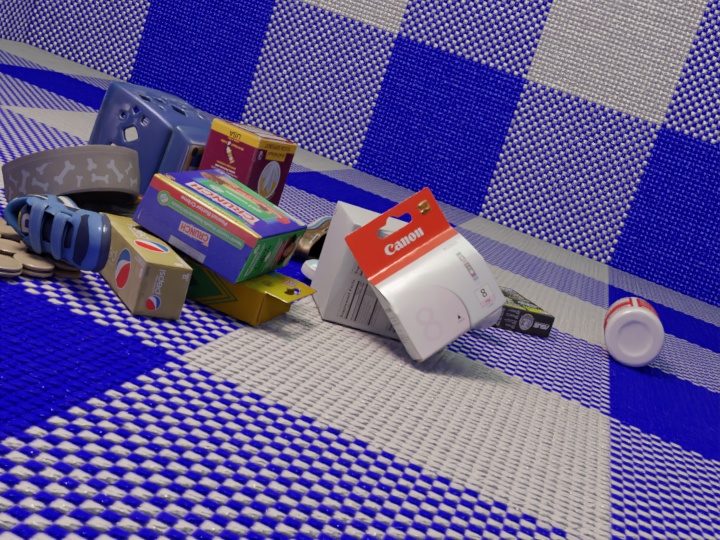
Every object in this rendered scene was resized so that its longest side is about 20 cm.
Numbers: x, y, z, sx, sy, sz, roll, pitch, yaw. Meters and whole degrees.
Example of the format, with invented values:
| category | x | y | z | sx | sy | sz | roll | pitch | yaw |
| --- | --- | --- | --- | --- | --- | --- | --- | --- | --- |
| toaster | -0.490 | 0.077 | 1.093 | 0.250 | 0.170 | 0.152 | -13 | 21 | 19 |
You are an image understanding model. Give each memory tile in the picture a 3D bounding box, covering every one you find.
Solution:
| category | x | y | z | sx | sy | sz | roll | pitch | yaw |
| --- | --- | --- | --- | --- | --- | --- | --- | --- | --- |
| memory tile | -0.451 | -0.033 | 1.162 | 0.197 | 0.017 | 0.153 | 24 | 12 | 25 |

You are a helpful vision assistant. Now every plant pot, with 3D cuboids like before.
| category | x | y | z | sx | sy | sz | roll | pitch | yaw |
| --- | --- | --- | --- | --- | --- | --- | --- | --- | --- |
| plant pot | -0.338 | -0.186 | 1.619 | 0.178 | 0.203 | 0.199 | 29 | 14 | 20 |

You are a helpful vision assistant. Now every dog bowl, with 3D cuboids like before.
| category | x | y | z | sx | sy | sz | roll | pitch | yaw |
| --- | --- | --- | --- | --- | --- | --- | --- | --- | --- |
| dog bowl | -0.399 | -0.117 | 1.315 | 0.196 | 0.060 | 0.200 | -10 | -6 | -1 |

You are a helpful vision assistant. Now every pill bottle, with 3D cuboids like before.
| category | x | y | z | sx | sy | sz | roll | pitch | yaw |
| --- | --- | --- | --- | --- | --- | --- | --- | --- | --- |
| pill bottle | 0.535 | 0.115 | 1.862 | 0.110 | 0.114 | 0.200 | 21 | 12 | 11 |

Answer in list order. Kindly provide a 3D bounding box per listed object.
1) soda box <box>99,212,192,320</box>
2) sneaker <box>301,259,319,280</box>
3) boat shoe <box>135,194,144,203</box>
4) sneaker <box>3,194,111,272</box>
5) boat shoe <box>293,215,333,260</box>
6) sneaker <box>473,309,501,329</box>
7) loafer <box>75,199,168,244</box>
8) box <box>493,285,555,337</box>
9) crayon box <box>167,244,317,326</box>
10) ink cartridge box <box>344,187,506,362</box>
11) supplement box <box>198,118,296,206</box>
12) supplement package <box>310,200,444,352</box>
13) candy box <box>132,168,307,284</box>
| category | x | y | z | sx | sy | sz | roll | pitch | yaw |
| --- | --- | --- | --- | --- | --- | --- | --- | --- | --- |
| soda box | -0.282 | -0.009 | 1.197 | 0.063 | 0.069 | 0.199 | 10 | 15 | -35 |
| sneaker | 0.000 | 0.000 | 1.585 | 0.196 | 0.083 | 0.074 | 16 | 11 | -17 |
| boat shoe | -0.363 | -0.094 | 1.445 | 0.197 | 0.072 | 0.070 | 21 | 16 | 10 |
| sneaker | -0.368 | -0.047 | 1.151 | 0.081 | 0.076 | 0.198 | 9 | 6 | -43 |
| boat shoe | -0.072 | -0.048 | 1.751 | 0.072 | 0.073 | 0.199 | 29 | 24 | 23 |
| sneaker | 0.144 | 0.051 | 1.616 | 0.197 | 0.077 | 0.088 | 15 | 3 | 38 |
| loafer | -0.339 | -0.054 | 1.313 | 0.198 | 0.068 | 0.071 | -5 | 56 | -43 |
| box | 0.247 | 0.063 | 1.800 | 0.197 | 0.045 | 0.160 | 13 | 14 | -29 |
| crayon box | -0.171 | 0.020 | 1.292 | 0.197 | 0.052 | 0.127 | 22 | 12 | 14 |
| ink cartridge box | 0.093 | 0.002 | 1.335 | 0.161 | 0.203 | 0.057 | -31 | 5 | -21 |
| supplement box | -0.204 | -0.139 | 1.588 | 0.102 | 0.204 | 0.130 | 23 | 12 | 21 |
| supplement package | 0.044 | 0.007 | 1.447 | 0.196 | 0.153 | 0.152 | 16 | 12 | -15 |
| candy box | -0.185 | -0.065 | 1.288 | 0.167 | 0.078 | 0.200 | 32 | 16 | 9 |
